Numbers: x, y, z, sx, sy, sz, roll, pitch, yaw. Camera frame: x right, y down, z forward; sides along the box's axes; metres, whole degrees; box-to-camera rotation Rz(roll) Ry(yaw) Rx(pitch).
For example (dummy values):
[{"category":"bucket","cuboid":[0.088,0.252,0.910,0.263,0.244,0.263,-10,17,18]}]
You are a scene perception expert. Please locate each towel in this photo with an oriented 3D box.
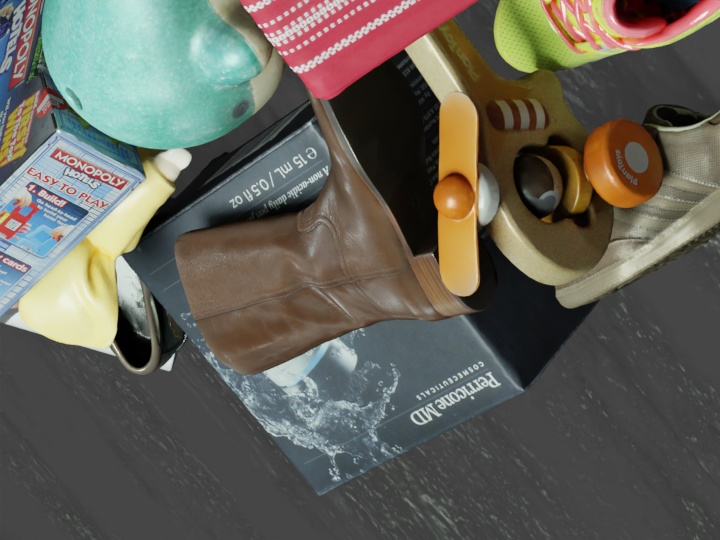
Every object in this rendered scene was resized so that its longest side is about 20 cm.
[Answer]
[{"category":"towel","cuboid":[-0.010,-0.182,1.098,0.145,0.022,0.200,-32,127,8]}]

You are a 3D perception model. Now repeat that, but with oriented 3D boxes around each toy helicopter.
[{"category":"toy helicopter","cuboid":[0.059,-0.077,1.231,0.079,0.132,0.200,-25,106,47]}]

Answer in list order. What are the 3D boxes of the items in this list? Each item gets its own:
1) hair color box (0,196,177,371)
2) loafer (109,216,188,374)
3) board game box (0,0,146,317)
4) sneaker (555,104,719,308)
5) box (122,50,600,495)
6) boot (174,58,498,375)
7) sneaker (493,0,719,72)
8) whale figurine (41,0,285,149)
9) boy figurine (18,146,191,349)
[{"category":"hair color box","cuboid":[-0.204,-0.013,1.537,0.200,0.061,0.100,15,133,-1]},{"category":"loafer","cuboid":[-0.161,-0.029,1.448,0.072,0.063,0.200,-23,105,13]},{"category":"board game box","cuboid":[-0.189,-0.070,1.329,0.062,0.200,0.200,28,144,-30]},{"category":"sneaker","cuboid":[0.172,-0.050,1.301,0.200,0.070,0.076,-36,80,40]},{"category":"box","cuboid":[0.000,0.000,1.409,0.200,0.117,0.197,51,135,-8]},{"category":"boot","cuboid":[-0.044,-0.034,1.297,0.200,0.064,0.187,-13,110,43]},{"category":"sneaker","cuboid":[0.134,-0.146,1.226,0.200,0.090,0.078,-26,106,45]},{"category":"whale figurine","cuboid":[-0.114,-0.137,1.180,0.159,0.104,0.200,42,165,24]},{"category":"boy figurine","cuboid":[-0.125,-0.048,1.347,0.064,0.200,0.124,32,166,-15]}]
